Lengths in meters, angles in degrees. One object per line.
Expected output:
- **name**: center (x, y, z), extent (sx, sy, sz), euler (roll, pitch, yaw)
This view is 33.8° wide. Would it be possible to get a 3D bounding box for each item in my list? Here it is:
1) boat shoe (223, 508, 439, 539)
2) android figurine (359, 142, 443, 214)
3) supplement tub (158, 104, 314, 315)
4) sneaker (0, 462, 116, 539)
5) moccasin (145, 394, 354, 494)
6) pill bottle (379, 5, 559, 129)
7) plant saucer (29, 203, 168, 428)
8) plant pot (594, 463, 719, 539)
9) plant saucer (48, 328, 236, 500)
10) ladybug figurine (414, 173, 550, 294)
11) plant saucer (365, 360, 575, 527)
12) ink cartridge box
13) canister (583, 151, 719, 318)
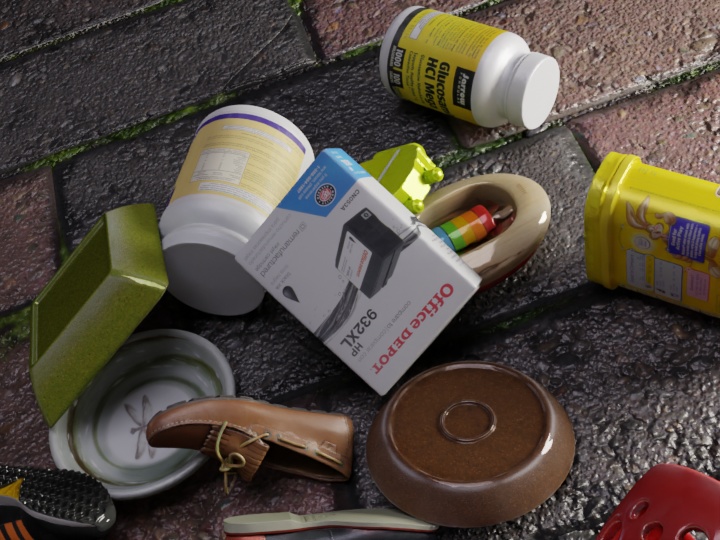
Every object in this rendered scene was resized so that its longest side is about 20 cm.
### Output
- **boat shoe**: center (-0.026, 0.251, 1.070), extent (0.197, 0.071, 0.063), euler (-2, 86, -3)
- **android figurine**: center (0.010, -0.072, 1.286), extent (0.199, 0.041, 0.183), euler (-14, 37, 50)
- **supplement tub**: center (-0.139, -0.067, 1.314), extent (0.144, 0.146, 0.202), euler (2, 51, 17)
- **sneaker**: center (-0.314, 0.245, 1.144), extent (0.198, 0.091, 0.070), euler (5, 23, 24)
- **moccasin**: center (-0.104, 0.168, 1.125), extent (0.199, 0.074, 0.079), euler (12, 57, -20)
- **pill bottle**: center (0.129, -0.236, 1.402), extent (0.199, 0.113, 0.113), euler (24, 60, 31)
- **plant saucer**: center (-0.288, 0.031, 1.245), extent (0.200, 0.048, 0.200), euler (-48, 29, 13)
- **plant pot**: center (0.245, 0.278, 0.886), extent (0.200, 0.201, 0.183), euler (32, 73, 35)
- **plant saucer**: center (-0.217, 0.153, 1.214), extent (0.198, 0.050, 0.202), euler (-8, 50, 10)
- **ladybug figurine**: center (0.111, -0.027, 1.258), extent (0.198, 0.072, 0.136), euler (-25, 48, -6)
- **plant saucer**: center (0.101, 0.151, 1.113), extent (0.198, 0.035, 0.201), euler (-6, 39, 5)
- **ink cartridge box**: center (0.000, 0.000, 1.166), extent (0.200, 0.084, 0.145), euler (42, 100, 4)
- **canister**: center (0.325, -0.024, 1.146), extent (0.198, 0.149, 0.087), euler (19, 57, 26)
